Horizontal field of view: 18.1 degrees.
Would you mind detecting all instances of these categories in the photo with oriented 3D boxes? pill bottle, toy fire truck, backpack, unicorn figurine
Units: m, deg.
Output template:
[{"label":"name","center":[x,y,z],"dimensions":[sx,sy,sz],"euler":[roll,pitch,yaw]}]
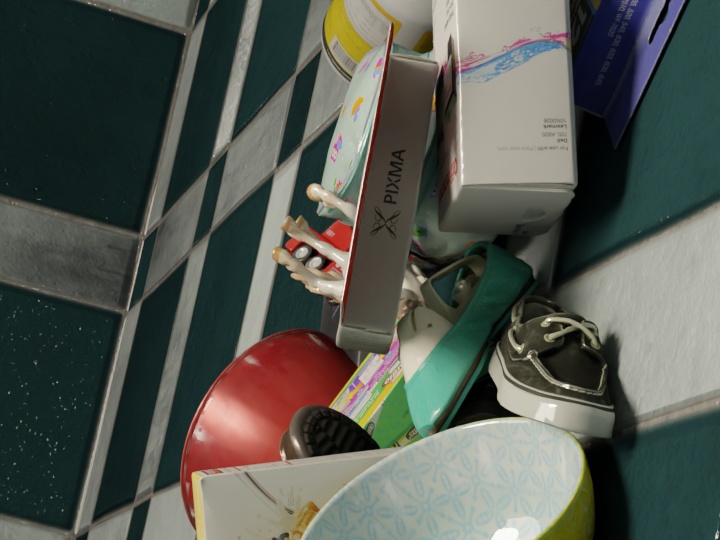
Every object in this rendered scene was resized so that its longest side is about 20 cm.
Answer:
[{"label":"pill bottle","center":[0.045,-0.247,2.026],"dimensions":[0.200,0.111,0.113],"euler":[129,153,-59]},{"label":"toy fire truck","center":[0.011,-0.032,2.018],"dimensions":[0.141,0.049,0.200],"euler":[-41,38,-9]},{"label":"backpack","center":[0.058,-0.097,1.765],"dimensions":[0.200,0.153,0.177],"euler":[-14,56,67]},{"label":"unicorn figurine","center":[0.000,0.000,1.741],"dimensions":[0.074,0.137,0.200],"euler":[-54,-4,0]}]

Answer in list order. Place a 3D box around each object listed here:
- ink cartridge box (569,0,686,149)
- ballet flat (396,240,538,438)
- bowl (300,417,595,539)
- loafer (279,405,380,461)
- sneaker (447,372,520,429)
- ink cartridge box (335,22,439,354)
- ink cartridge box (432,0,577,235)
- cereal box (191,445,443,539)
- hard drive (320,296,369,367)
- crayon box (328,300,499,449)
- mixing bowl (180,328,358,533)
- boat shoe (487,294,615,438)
[{"label":"ink cartridge box","center":[0.185,-0.221,1.600],"dimensions":[0.200,0.047,0.198],"euler":[-94,22,-58]},{"label":"ballet flat","center":[0.063,0.043,1.601],"dimensions":[0.067,0.070,0.200],"euler":[-53,1,40]},{"label":"bowl","center":[0.068,0.194,1.435],"dimensions":[0.200,0.199,0.108],"euler":[-113,-2,-69]},{"label":"loafer","center":[-0.004,0.187,1.601],"dimensions":[0.071,0.201,0.073],"euler":[-21,18,36]},{"label":"sneaker","center":[0.071,0.148,1.640],"dimensions":[0.200,0.075,0.079],"euler":[-56,8,39]},{"label":"ink cartridge box","center":[0.020,-0.054,1.574],"dimensions":[0.174,0.043,0.201],"euler":[105,175,-79]},{"label":"ink cartridge box","center":[0.099,-0.137,1.603],"dimensions":[0.145,0.083,0.201],"euler":[109,160,-77]},{"label":"cereal box","center":[-0.009,0.196,1.525],"dimensions":[0.040,0.199,0.145],"euler":[-174,78,-75]},{"label":"hard drive","center":[-0.004,0.059,2.070],"dimensions":[0.135,0.042,0.201],"euler":[118,162,-45]},{"label":"crayon box","center":[0.020,0.114,1.731],"dimensions":[0.200,0.058,0.119],"euler":[-53,13,0]},{"label":"mixing bowl","center":[-0.038,0.159,1.862],"dimensions":[0.108,0.200,0.201],"euler":[25,102,40]},{"label":"boat shoe","center":[0.125,0.059,1.480],"dimensions":[0.200,0.070,0.064],"euler":[-127,52,-75]}]
